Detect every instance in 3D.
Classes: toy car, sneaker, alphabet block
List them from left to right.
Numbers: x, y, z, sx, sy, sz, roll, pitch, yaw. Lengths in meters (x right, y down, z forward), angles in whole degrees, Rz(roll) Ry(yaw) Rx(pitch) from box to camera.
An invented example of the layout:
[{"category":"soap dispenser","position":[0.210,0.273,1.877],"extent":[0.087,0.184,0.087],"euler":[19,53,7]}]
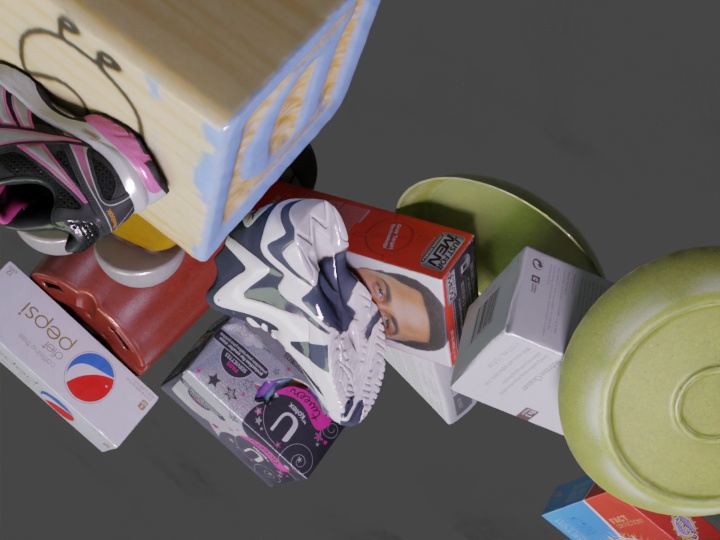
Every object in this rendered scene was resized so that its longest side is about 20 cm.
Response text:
[{"category":"sneaker","position":[-0.229,-0.074,0.696],"extent":[0.199,0.086,0.081],"euler":[22,146,31]},{"category":"toy car","position":[-0.222,-0.098,0.935],"extent":[0.198,0.150,0.176],"euler":[19,137,14]},{"category":"alphabet block","position":[-0.123,-0.167,0.734],"extent":[0.199,0.197,0.196],"euler":[36,151,5]},{"category":"sneaker","position":[-0.061,0.033,0.858],"extent":[0.129,0.080,0.201],"euler":[7,131,39]}]

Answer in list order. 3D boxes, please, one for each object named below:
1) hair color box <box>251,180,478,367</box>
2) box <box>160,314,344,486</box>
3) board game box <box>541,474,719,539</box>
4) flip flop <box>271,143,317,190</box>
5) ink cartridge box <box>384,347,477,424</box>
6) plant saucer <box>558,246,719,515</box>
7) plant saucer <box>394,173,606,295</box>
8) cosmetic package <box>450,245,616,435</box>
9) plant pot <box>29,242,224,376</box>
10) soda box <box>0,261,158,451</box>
[{"category":"hair color box","position":[0.000,0.000,0.888],"extent":[0.198,0.061,0.102],"euler":[16,137,28]},{"category":"box","position":[-0.131,0.163,1.311],"extent":[0.200,0.115,0.132],"euler":[43,152,-9]},{"category":"board game box","position":[0.301,0.281,1.056],"extent":[0.199,0.040,0.153],"euler":[39,152,0]},{"category":"flip flop","position":[-0.110,-0.128,0.914],"extent":[0.200,0.081,0.058],"euler":[46,-173,-30]},{"category":"ink cartridge box","position":[0.029,0.043,1.018],"extent":[0.200,0.057,0.163],"euler":[48,169,29]},{"category":"plant saucer","position":[0.235,0.084,0.706],"extent":[0.200,0.200,0.031],"euler":[46,-168,-14]},{"category":"plant saucer","position":[0.119,-0.009,0.855],"extent":[0.199,0.031,0.201],"euler":[29,150,18]},{"category":"cosmetic package","position":[0.181,0.073,0.786],"extent":[0.198,0.082,0.113],"euler":[23,148,-6]},{"category":"plant pot","position":[-0.220,-0.011,1.075],"extent":[0.199,0.196,0.202],"euler":[28,151,17]},{"category":"soda box","position":[-0.300,0.088,1.033],"extent":[0.200,0.068,0.064],"euler":[45,151,-11]}]
